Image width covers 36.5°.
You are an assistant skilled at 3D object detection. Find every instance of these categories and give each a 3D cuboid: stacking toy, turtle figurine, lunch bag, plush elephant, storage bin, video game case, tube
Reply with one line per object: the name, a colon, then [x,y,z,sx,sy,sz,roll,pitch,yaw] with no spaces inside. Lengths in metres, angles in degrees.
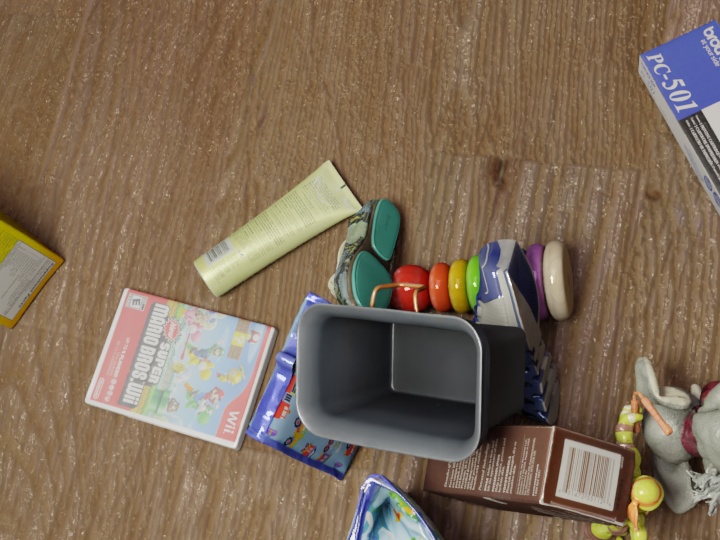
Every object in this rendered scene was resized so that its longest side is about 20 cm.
stacking toy: [0.125,0.019,1.176,0.198,0.085,0.086,-6,72,19]
turtle figurine: [0.251,0.225,1.028,0.064,0.161,0.202,-7,72,-7]
lunch bag: [-0.047,0.117,1.117,0.094,0.200,0.151,22,79,19]
plush elephant: [0.344,0.153,1.049,0.199,0.166,0.155,-19,25,-26]
lunch bag: [0.044,0.305,1.053,0.126,0.170,0.202,-13,70,4]
storage bin: [0.056,0.084,1.021,0.199,0.134,0.147,4,95,34]
video game case: [-0.207,0.111,1.256,0.198,0.017,0.144,14,77,17]
tube: [-0.098,-0.043,1.264,0.199,0.052,0.058,-35,110,-2]

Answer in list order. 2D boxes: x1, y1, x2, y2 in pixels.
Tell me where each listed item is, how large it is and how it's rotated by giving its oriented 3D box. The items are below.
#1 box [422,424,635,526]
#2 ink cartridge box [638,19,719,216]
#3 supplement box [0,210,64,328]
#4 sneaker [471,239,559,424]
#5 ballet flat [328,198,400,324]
box: [0.154,0.192,1.038,0.100,0.200,0.076,19,76,-24]
ink cartridge box: [0.387,-0.164,1.179,0.093,0.044,0.201,-25,69,4]
supplement box: [-0.457,-0.027,1.262,0.109,0.200,0.109,35,83,21]
sneaker: [0.129,0.075,1.116,0.114,0.201,0.081,-6,27,23]
ballet flat: [0.000,0.000,1.176,0.074,0.075,0.201,0,34,14]
